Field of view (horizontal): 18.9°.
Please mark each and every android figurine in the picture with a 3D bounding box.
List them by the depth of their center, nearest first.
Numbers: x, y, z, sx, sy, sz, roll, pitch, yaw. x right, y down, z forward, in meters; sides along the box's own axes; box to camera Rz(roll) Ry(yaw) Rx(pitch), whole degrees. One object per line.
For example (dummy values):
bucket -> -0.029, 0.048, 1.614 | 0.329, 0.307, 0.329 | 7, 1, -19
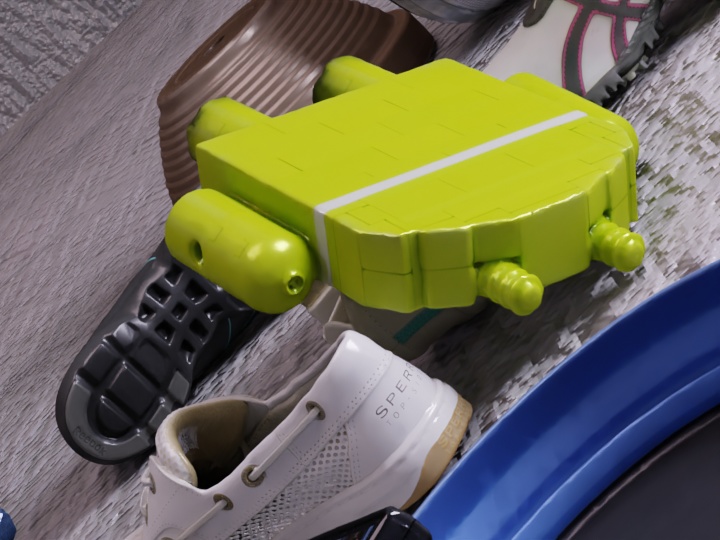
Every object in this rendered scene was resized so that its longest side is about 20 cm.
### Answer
android figurine -> 0.022, -0.032, 0.813 | 0.182, 0.041, 0.200 | -22, 31, -29

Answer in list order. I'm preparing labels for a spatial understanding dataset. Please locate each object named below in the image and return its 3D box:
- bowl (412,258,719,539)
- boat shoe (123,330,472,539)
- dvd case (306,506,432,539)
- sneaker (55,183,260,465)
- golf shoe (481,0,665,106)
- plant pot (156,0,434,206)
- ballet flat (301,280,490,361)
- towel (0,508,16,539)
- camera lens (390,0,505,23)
bowl -> 0.070, 0.073, 0.538 | 0.201, 0.039, 0.201 | -41, 14, 13
boat shoe -> -0.048, 0.076, 0.800 | 0.200, 0.069, 0.071 | -35, 18, 36
dvd case -> -0.048, 0.141, 0.612 | 0.143, 0.018, 0.200 | -58, 6, -20
sneaker -> -0.088, 0.010, 1.103 | 0.200, 0.075, 0.079 | -47, 12, -12
golf shoe -> 0.103, -0.130, 0.940 | 0.200, 0.088, 0.077 | -42, 15, 15
plant pot -> -0.057, -0.106, 1.320 | 0.201, 0.093, 0.201 | -40, 14, 12
ballet flat -> 0.000, 0.000, 0.913 | 0.069, 0.069, 0.200 | -45, 14, -2
towel -> -0.230, 0.200, 1.010 | 0.200, 0.049, 0.112 | -51, 15, -22
camera lens -> 0.076, -0.247, 1.199 | 0.200, 0.160, 0.160 | -36, 16, 33
